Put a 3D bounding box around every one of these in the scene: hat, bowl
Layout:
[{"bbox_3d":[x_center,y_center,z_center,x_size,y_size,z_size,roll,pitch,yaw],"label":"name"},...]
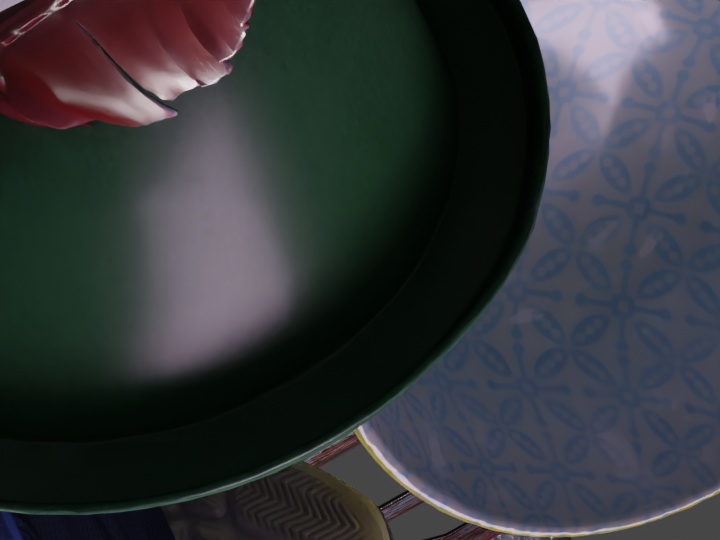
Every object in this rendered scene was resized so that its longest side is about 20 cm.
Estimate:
[{"bbox_3d":[-0.052,-0.071,0.444,0.177,0.199,0.166,74,34,-51],"label":"hat"},{"bbox_3d":[0.061,-0.033,0.803,0.199,0.201,0.108,-25,-148,-10],"label":"bowl"}]

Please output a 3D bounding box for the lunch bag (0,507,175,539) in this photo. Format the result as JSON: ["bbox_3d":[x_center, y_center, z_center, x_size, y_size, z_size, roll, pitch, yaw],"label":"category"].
[{"bbox_3d":[-0.144,0.065,0.750,0.132,0.137,0.200,-27,171,5],"label":"lunch bag"}]

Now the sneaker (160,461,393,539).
[{"bbox_3d":[-0.072,0.107,0.879,0.198,0.078,0.112,-6,161,18],"label":"sneaker"}]

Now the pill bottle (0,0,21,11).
[{"bbox_3d":[-0.095,-0.067,0.305,0.199,0.113,0.112,-25,169,-11],"label":"pill bottle"}]
